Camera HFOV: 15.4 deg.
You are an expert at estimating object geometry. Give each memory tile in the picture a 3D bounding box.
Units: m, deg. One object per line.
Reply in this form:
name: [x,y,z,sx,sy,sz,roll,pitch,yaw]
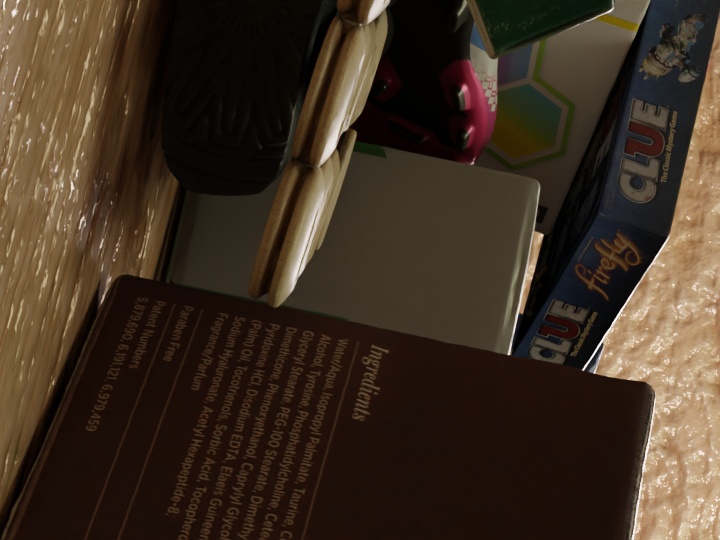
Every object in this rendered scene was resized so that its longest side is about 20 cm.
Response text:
memory tile: [-0.005,-0.068,0.956,0.200,0.017,0.154,-72,180,-81]

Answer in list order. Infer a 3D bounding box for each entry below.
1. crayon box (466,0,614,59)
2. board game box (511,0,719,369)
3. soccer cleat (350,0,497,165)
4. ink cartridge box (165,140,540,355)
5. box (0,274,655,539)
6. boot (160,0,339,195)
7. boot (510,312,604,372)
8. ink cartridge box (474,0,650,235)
crayon box: [0.031,-0.185,0.966,0.126,0.052,0.200,-88,156,-77]
board game box: [0.126,-0.065,1.250,0.136,0.035,0.200,115,-7,-55]
soccer cleat: [0.040,-0.112,1.153,0.200,0.070,0.086,98,19,-58]
ink cartridge box: [0.000,0.000,1.183,0.200,0.146,0.083,85,17,-82]
box: [-0.016,0.128,0.923,0.164,0.200,0.166,-72,172,-54]
boot: [-0.022,-0.129,1.034,0.200,0.066,0.165,-58,168,-70]
boot: [0.063,0.115,1.365,0.073,0.090,0.200,-62,165,-68]
ink cartridge box: [0.059,-0.084,1.247,0.059,0.104,0.200,-74,-175,-58]
